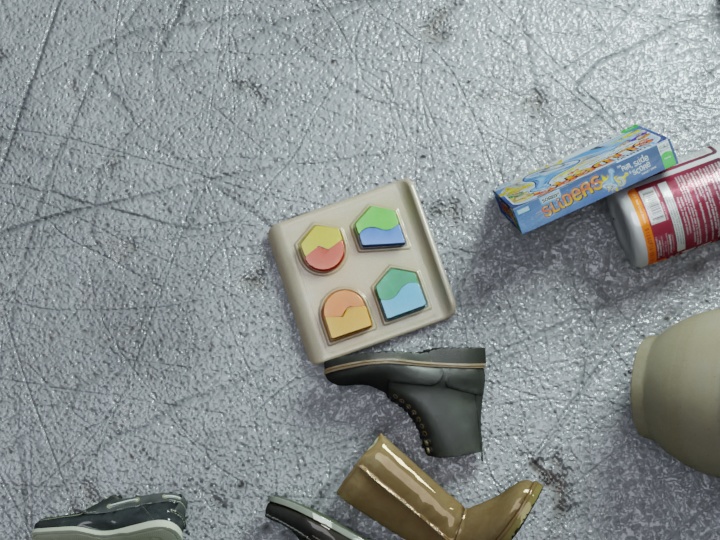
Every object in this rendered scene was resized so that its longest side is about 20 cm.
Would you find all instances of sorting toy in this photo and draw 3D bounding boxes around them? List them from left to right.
[{"bbox_3d":[0.000,0.000,1.502,0.198,0.036,0.187,-20,81,3],"label":"sorting toy"}]

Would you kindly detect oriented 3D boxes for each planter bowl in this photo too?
[{"bbox_3d":[0.392,0.138,1.384,0.134,0.200,0.203,2,82,33],"label":"planter bowl"}]

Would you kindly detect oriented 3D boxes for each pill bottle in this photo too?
[{"bbox_3d":[0.405,-0.086,1.439,0.198,0.110,0.111,-19,81,3],"label":"pill bottle"}]

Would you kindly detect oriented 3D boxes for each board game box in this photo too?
[{"bbox_3d":[0.265,-0.112,1.442,0.198,0.135,0.035,-25,104,1],"label":"board game box"}]

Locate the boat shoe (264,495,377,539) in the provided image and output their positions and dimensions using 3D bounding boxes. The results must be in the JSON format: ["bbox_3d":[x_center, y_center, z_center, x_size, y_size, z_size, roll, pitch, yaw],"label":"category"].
[{"bbox_3d":[-0.031,0.334,1.443,0.200,0.072,0.061,25,81,5],"label":"boat shoe"}]

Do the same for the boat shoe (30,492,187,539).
[{"bbox_3d":[-0.309,0.314,1.485,0.198,0.072,0.068,-8,45,11],"label":"boat shoe"}]

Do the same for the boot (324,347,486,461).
[{"bbox_3d":[0.056,0.166,1.459,0.197,0.077,0.140,-3,87,6],"label":"boot"}]

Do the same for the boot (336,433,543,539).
[{"bbox_3d":[0.092,0.264,1.427,0.199,0.066,0.176,38,106,9],"label":"boot"}]
